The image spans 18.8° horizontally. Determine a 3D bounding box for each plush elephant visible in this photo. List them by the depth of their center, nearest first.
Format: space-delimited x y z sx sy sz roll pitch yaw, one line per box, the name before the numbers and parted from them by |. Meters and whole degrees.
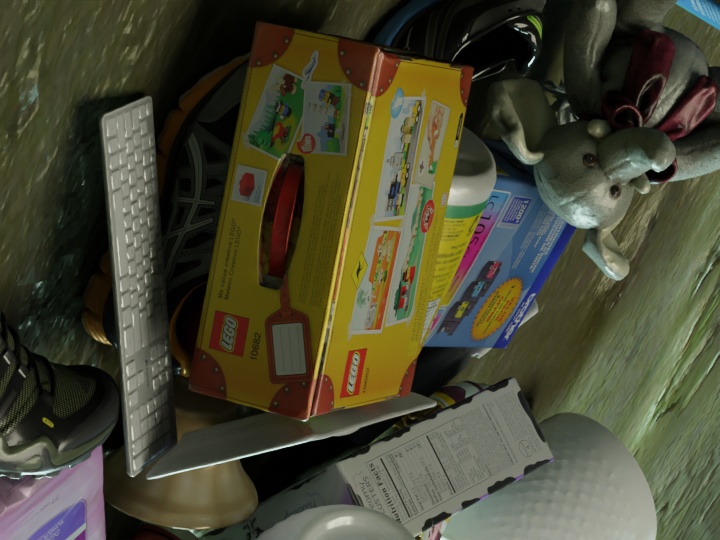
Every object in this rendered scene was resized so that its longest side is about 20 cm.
plush elephant | 0.174 -0.094 1.436 0.200 0.165 0.155 -26 -150 45

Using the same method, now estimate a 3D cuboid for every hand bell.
hand bell | -0.097 0.044 1.318 0.104 0.104 0.201 -15 122 -52

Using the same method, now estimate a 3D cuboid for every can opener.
can opener | 0.054 0.066 1.603 0.200 0.053 0.067 -35 149 -34

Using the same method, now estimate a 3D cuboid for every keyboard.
keyboard | -0.120 0.009 1.179 0.056 0.011 0.201 -44 133 -67

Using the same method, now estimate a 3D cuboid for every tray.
tray | -0.038 0.089 1.261 0.107 0.022 0.200 -14 177 22

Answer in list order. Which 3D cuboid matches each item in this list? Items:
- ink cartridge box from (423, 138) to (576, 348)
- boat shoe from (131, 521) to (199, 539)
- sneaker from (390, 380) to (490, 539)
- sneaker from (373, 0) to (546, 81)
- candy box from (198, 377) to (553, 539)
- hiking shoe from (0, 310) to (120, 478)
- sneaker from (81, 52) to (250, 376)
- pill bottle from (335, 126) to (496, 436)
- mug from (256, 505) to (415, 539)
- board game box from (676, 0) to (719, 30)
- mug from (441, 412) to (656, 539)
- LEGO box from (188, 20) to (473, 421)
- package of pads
ink cartridge box | 0.079 -0.020 1.516 0.200 0.076 0.137 2 121 -61
boat shoe | -0.111 0.249 1.486 0.063 0.071 0.200 -59 140 -31
sneaker | 0.057 0.178 1.720 0.090 0.075 0.201 -14 135 -46
sneaker | 0.092 -0.165 1.346 0.200 0.083 0.071 -47 154 -15
candy box | 0.011 0.162 1.542 0.200 0.072 0.168 -22 173 -46
hiking shoe | -0.197 0.047 1.109 0.199 0.076 0.101 5 113 -45
sneaker | -0.082 -0.031 1.231 0.078 0.077 0.201 -1 122 -57
pill bottle | 0.000 0.000 1.362 0.113 0.113 0.201 -14 134 -53
mug | -0.050 0.226 1.346 0.199 0.148 0.176 9 141 -15
board game box | 0.258 -0.196 1.454 0.045 0.200 0.152 -53 155 -3
mug | 0.153 0.238 1.813 0.175 0.200 0.148 -26 149 -33
LEGO box | -0.013 -0.028 1.204 0.149 0.077 0.201 -3 105 -67
package of pads | -0.207 0.156 1.250 0.120 0.076 0.200 -37 150 -32
